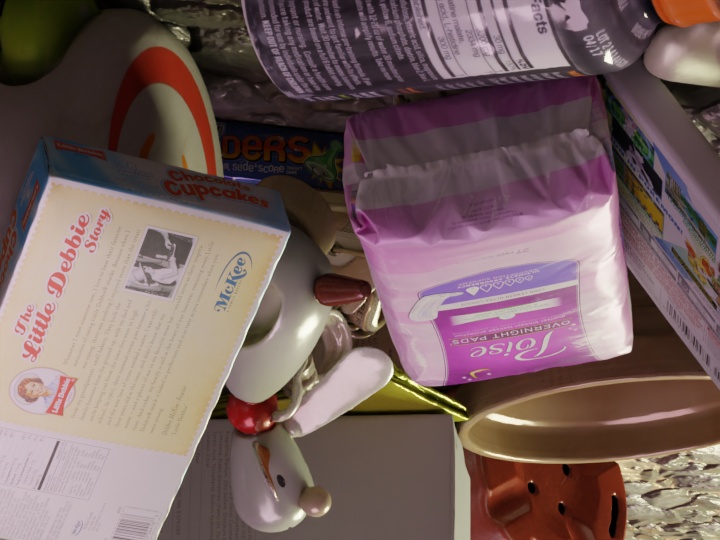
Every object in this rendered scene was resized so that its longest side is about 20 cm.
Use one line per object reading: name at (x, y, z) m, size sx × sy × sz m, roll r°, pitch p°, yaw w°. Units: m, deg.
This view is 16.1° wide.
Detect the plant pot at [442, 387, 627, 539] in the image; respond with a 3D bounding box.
plant pot at (0.061, 0.165, 1.711) m, size 0.195 × 0.201 × 0.201 m, roll -25°, pitch 143°, yaw 39°

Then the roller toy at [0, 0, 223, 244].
roller toy at (-0.160, -0.034, 1.262) m, size 0.139 × 0.201 × 0.182 m, roll -2°, pitch 163°, yaw 19°

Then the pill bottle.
pill bottle at (0.057, -0.131, 1.073) m, size 0.200 × 0.106 × 0.106 m, roll -4°, pitch 156°, yaw 23°

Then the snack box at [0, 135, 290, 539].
snack box at (-0.122, 0.041, 1.170) m, size 0.116 × 0.037 × 0.200 m, roll 13°, pitch 120°, yaw -22°

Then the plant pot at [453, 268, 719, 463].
plant pot at (0.150, 0.046, 1.474) m, size 0.200 × 0.093 × 0.201 m, roll -5°, pitch 162°, yaw -2°

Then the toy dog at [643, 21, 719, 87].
toy dog at (0.239, -0.041, 1.083) m, size 0.139 × 0.200 × 0.194 m, roll -38°, pitch 148°, yaw 26°

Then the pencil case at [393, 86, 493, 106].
pencil case at (0.048, -0.075, 1.233) m, size 0.078 × 0.090 × 0.200 m, roll 16°, pitch 159°, yaw 10°

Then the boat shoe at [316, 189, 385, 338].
boat shoe at (0.000, 0.000, 1.373) m, size 0.199 × 0.065 × 0.072 m, roll 1°, pitch 157°, yaw 6°

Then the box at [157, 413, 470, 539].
box at (-0.040, 0.146, 1.449) m, size 0.199 × 0.098 × 0.124 m, roll -2°, pitch 159°, yaw 6°

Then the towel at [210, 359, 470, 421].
towel at (-0.044, 0.083, 1.444) m, size 0.200 × 0.018 × 0.086 m, roll -12°, pitch 156°, yaw 32°

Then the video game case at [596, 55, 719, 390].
video game case at (0.142, -0.034, 1.207) m, size 0.022 × 0.200 × 0.182 m, roll -31°, pitch 158°, yaw -8°

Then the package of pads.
package of pads at (0.062, -0.015, 1.187) m, size 0.120 × 0.076 × 0.200 m, roll -8°, pitch 156°, yaw 5°

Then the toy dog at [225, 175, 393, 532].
toy dog at (-0.029, 0.048, 1.261) m, size 0.096 × 0.132 × 0.200 m, roll 18°, pitch 153°, yaw 30°

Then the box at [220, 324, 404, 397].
box at (-0.074, 0.040, 1.469) m, size 0.200 × 0.078 × 0.095 m, roll 13°, pitch 156°, yaw -17°

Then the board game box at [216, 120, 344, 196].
board game box at (-0.060, -0.025, 1.458) m, size 0.135 × 0.035 × 0.200 m, roll 7°, pitch 157°, yaw -1°
